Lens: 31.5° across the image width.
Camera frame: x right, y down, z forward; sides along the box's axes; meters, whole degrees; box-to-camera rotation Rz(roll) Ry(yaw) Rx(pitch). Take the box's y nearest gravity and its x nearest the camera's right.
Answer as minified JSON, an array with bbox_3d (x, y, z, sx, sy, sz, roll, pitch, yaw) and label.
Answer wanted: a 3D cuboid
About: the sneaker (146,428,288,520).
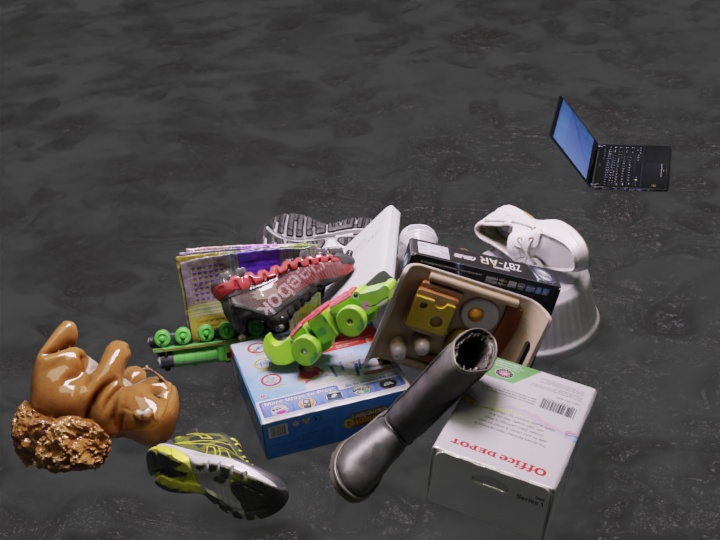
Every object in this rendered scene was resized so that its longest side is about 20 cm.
[{"bbox_3d":[-0.161,0.229,1.514,0.199,0.075,0.085,14,34,30],"label":"sneaker"}]

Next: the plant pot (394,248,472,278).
[{"bbox_3d":[0.076,-0.010,1.865,0.198,0.028,0.200,-8,3,0],"label":"plant pot"}]

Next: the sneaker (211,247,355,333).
[{"bbox_3d":[-0.097,0.030,1.728,0.199,0.099,0.071,-17,-7,-3],"label":"sneaker"}]

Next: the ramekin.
[{"bbox_3d":[0.231,0.039,1.770,0.200,0.095,0.203,-4,29,2],"label":"ramekin"}]

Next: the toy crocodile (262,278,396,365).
[{"bbox_3d":[-0.037,0.064,1.618,0.199,0.062,0.067,-33,3,26],"label":"toy crocodile"}]

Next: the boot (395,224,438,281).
[{"bbox_3d":[0.078,0.037,1.724,0.073,0.201,0.096,-3,50,5],"label":"boot"}]

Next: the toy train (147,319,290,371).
[{"bbox_3d":[-0.193,0.100,1.764,0.198,0.057,0.042,-7,2,-8],"label":"toy train"}]

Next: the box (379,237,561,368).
[{"bbox_3d":[0.137,0.056,1.631,0.198,0.161,0.044,13,28,-8],"label":"box"}]

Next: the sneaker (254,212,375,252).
[{"bbox_3d":[-0.063,-0.030,1.950,0.198,0.091,0.079,4,57,1],"label":"sneaker"}]

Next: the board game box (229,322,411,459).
[{"bbox_3d":[-0.053,0.146,1.664,0.198,0.056,0.196,-12,30,-12],"label":"board game box"}]

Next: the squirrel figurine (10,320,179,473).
[{"bbox_3d":[-0.327,0.187,1.593,0.185,0.142,0.200,20,51,21],"label":"squirrel figurine"}]

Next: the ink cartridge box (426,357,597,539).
[{"bbox_3d":[0.177,0.201,1.480,0.144,0.085,0.200,17,34,16],"label":"ink cartridge box"}]

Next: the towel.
[{"bbox_3d":[-0.154,0.035,1.791,0.198,0.145,0.023,-4,17,-3],"label":"towel"}]

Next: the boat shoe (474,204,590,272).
[{"bbox_3d":[0.229,-0.033,1.736,0.069,0.071,0.200,-22,25,-26],"label":"boat shoe"}]

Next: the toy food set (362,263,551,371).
[{"bbox_3d":[0.119,0.086,1.586,0.198,0.144,0.061,17,27,-10],"label":"toy food set"}]

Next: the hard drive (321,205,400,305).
[{"bbox_3d":[0.000,0.000,1.756,0.132,0.027,0.200,-43,17,22],"label":"hard drive"}]

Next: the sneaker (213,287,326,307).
[{"bbox_3d":[-0.117,0.039,1.836,0.199,0.071,0.108,-12,28,-33],"label":"sneaker"}]

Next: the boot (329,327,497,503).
[{"bbox_3d":[0.064,0.167,1.475,0.200,0.073,0.182,-39,7,39],"label":"boot"}]

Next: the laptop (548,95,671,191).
[{"bbox_3d":[0.431,-0.220,2.187,0.198,0.104,0.178,3,31,14],"label":"laptop"}]
